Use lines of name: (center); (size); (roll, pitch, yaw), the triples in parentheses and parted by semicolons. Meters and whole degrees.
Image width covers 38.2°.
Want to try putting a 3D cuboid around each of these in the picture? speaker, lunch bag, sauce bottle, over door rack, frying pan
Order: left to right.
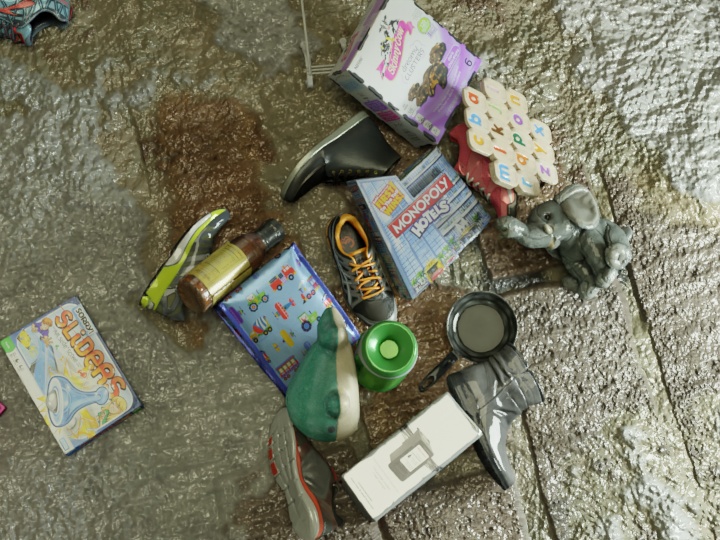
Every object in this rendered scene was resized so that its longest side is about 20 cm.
sauce bottle: (-0.193, -0.012, 1.592); (0.066, 0.066, 0.200); (45, 51, 6)
lunch bag: (-0.105, 0.086, 1.599); (0.150, 0.094, 0.201); (-39, 94, -14)
over door rack: (-0.029, -0.409, 1.714); (0.146, 0.067, 0.203); (-6, 97, -7)
speaker: (0.034, 0.129, 1.534); (0.087, 0.200, 0.090); (1, 77, -4)
frying pan: (0.176, 0.124, 1.633); (0.114, 0.031, 0.192); (24, 80, 2)

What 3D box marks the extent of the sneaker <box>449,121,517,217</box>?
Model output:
sneaker: (0.199, -0.155, 1.689); (0.086, 0.074, 0.202); (-16, 72, 3)

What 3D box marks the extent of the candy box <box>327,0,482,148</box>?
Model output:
candy box: (0.073, -0.324, 1.668); (0.199, 0.071, 0.169); (35, 75, -24)

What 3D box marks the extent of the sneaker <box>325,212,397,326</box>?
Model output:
sneaker: (0.000, 0.000, 1.625); (0.078, 0.077, 0.201); (-25, 81, -11)

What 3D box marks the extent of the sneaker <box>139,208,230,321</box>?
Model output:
sneaker: (-0.260, -0.009, 1.619); (0.081, 0.074, 0.201); (36, 78, -12)

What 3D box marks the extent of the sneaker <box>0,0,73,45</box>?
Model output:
sneaker: (-0.564, -0.409, 1.676); (0.198, 0.079, 0.096); (-18, 81, -8)

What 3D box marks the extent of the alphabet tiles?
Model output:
alphabet tiles: (0.239, -0.213, 1.667); (0.194, 0.015, 0.202); (18, 56, -33)

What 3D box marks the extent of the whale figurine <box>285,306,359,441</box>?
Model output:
whale figurine: (-0.058, 0.155, 1.511); (0.102, 0.160, 0.202); (-4, 122, -9)

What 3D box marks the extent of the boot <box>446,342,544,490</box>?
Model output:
boot: (0.227, 0.222, 1.587); (0.131, 0.070, 0.202); (-23, 90, -9)

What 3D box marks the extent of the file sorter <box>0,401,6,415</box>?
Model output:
file sorter: (-0.646, 0.222, 1.499); (0.139, 0.126, 0.200); (41, 77, 6)

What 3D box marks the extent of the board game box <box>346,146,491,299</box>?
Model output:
board game box: (0.082, -0.096, 1.632); (0.200, 0.062, 0.200); (-43, 103, -12)

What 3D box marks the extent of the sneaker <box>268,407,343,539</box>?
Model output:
sneaker: (-0.079, 0.303, 1.564); (0.081, 0.077, 0.202); (-3, 69, -37)

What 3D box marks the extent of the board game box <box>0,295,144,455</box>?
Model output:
board game box: (-0.437, 0.158, 1.576); (0.135, 0.034, 0.201); (-33, 81, -11)

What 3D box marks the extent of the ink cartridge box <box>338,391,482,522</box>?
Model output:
ink cartridge box: (0.071, 0.277, 1.530); (0.199, 0.145, 0.084); (-37, 80, -11)

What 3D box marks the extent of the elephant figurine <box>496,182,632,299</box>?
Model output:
elephant figurine: (0.323, -0.065, 1.630); (0.200, 0.155, 0.142); (42, 99, -3)

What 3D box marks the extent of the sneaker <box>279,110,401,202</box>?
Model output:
sneaker: (-0.030, -0.158, 1.660); (0.200, 0.075, 0.106); (-43, 84, -13)
